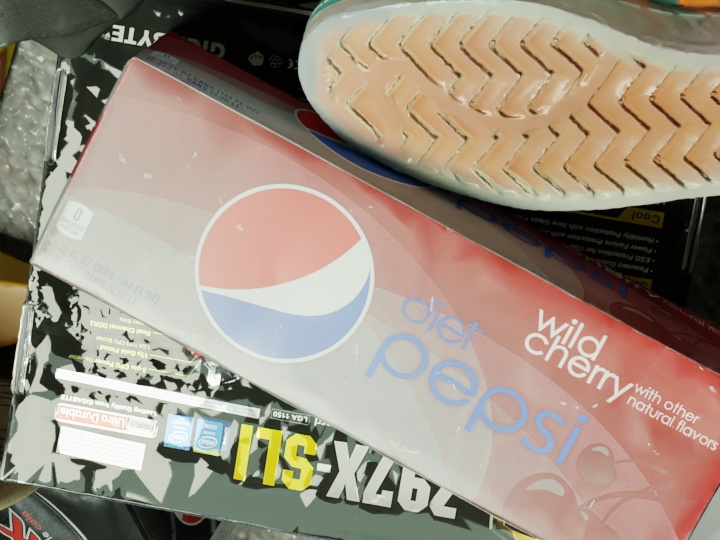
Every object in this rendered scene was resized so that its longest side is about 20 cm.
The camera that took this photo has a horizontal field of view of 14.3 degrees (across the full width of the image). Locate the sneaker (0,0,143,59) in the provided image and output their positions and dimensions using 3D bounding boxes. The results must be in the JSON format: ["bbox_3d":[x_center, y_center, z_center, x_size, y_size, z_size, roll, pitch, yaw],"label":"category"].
[{"bbox_3d":[-0.141,-0.113,0.814,0.199,0.077,0.112,13,139,33],"label":"sneaker"}]

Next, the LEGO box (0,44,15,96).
[{"bbox_3d":[-0.181,-0.127,0.941,0.148,0.077,0.200,30,136,5],"label":"LEGO box"}]

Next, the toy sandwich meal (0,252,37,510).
[{"bbox_3d":[-0.187,0.009,0.999,0.204,0.205,0.070,27,118,7],"label":"toy sandwich meal"}]

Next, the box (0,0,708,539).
[{"bbox_3d":[0.000,0.000,0.870,0.199,0.049,0.161,9,105,2],"label":"box"}]

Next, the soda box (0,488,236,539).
[{"bbox_3d":[-0.145,0.088,1.108,0.199,0.071,0.064,-5,125,33],"label":"soda box"}]

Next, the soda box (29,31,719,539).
[{"bbox_3d":[0.013,0.010,0.812,0.199,0.063,0.070,29,103,-1],"label":"soda box"}]

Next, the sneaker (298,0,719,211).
[{"bbox_3d":[0.083,-0.067,0.799,0.199,0.080,0.072,2,130,0],"label":"sneaker"}]

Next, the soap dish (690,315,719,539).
[{"bbox_3d":[0.178,0.053,0.881,0.157,0.081,0.200,28,136,7],"label":"soap dish"}]
